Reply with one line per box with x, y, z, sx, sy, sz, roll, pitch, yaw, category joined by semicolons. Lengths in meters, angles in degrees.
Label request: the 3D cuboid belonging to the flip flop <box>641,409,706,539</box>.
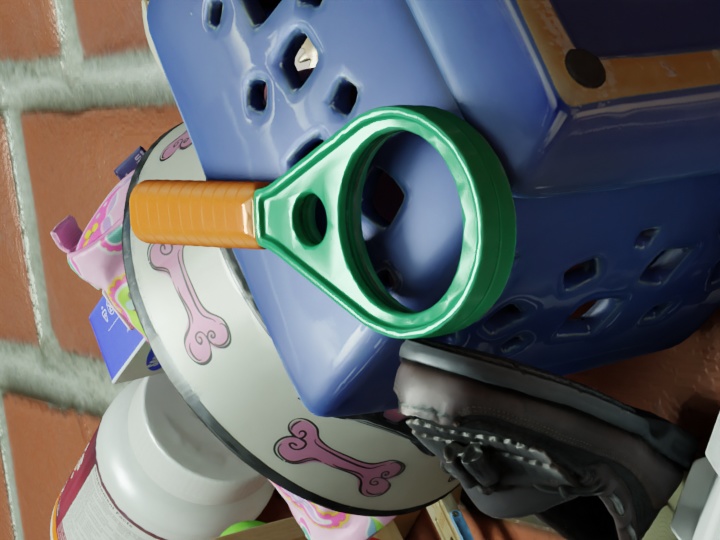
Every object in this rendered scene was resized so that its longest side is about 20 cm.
0.128;0.158;0.988;0.081;0.058;0.200;33;130;58;flip flop

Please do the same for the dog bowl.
0.000;0.000;0.990;0.074;0.200;0.200;-40;63;38;dog bowl

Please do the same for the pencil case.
-0.048;0.035;1.056;0.200;0.087;0.087;49;155;-11;pencil case

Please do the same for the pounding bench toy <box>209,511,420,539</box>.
-0.051;0.214;1.200;0.156;0.200;0.124;63;149;27;pounding bench toy

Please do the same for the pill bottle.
-0.112;0.124;1.382;0.110;0.110;0.200;68;151;21;pill bottle

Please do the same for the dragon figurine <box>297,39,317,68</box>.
-0.002;-0.133;1.128;0.200;0.099;0.059;14;112;40;dragon figurine

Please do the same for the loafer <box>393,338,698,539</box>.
0.070;0.072;0.862;0.072;0.200;0.063;16;87;31;loafer

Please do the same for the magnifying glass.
-0.018;-0.019;0.832;0.200;0.022;0.080;3;98;48;magnifying glass

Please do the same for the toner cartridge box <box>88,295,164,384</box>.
-0.066;-0.005;1.194;0.043;0.095;0.200;69;152;16;toner cartridge box

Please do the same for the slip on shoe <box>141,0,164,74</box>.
-0.083;-0.172;1.259;0.061;0.076;0.200;116;143;-59;slip on shoe

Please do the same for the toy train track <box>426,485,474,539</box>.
0.077;0.167;1.127;0.115;0.033;0.200;97;154;-45;toy train track

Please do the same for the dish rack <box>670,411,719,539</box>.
0.141;0.074;0.833;0.044;0.172;0.200;20;128;9;dish rack

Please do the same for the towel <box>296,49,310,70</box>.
0.020;-0.008;1.165;0.191;0.032;0.200;26;123;56;towel

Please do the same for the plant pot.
0.060;-0.080;0.889;0.180;0.200;0.200;-49;58;49;plant pot
